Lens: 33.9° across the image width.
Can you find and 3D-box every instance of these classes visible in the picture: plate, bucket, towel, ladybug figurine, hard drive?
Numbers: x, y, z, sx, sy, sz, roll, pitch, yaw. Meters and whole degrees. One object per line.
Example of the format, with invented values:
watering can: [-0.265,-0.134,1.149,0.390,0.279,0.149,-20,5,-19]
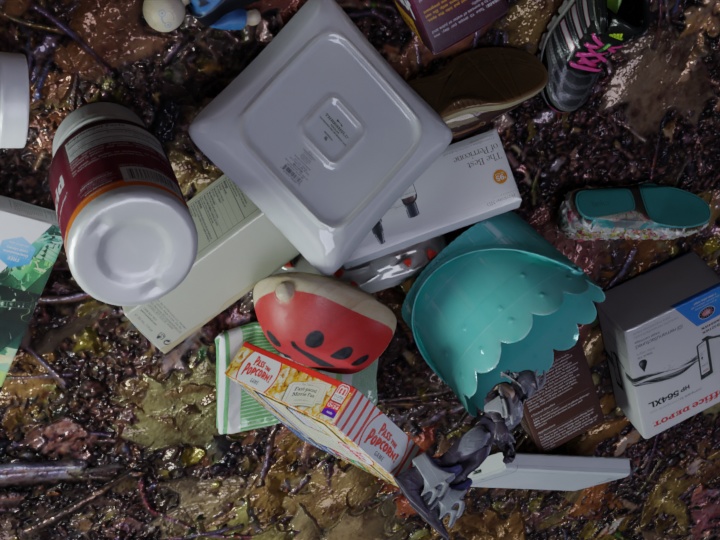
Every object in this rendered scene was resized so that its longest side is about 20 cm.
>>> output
plate: [-0.030,-0.132,1.129,0.200,0.032,0.200,46,76,-14]
bucket: [0.151,0.044,1.302,0.206,0.135,0.208,-35,157,-17]
towel: [-0.071,0.115,1.370,0.197,0.023,0.154,-8,124,-18]
ladybug figurine: [-0.038,0.057,1.196,0.134,0.073,0.200,-1,162,27]
hard drive: [0.236,0.266,1.551,0.198,0.027,0.132,7,159,-27]

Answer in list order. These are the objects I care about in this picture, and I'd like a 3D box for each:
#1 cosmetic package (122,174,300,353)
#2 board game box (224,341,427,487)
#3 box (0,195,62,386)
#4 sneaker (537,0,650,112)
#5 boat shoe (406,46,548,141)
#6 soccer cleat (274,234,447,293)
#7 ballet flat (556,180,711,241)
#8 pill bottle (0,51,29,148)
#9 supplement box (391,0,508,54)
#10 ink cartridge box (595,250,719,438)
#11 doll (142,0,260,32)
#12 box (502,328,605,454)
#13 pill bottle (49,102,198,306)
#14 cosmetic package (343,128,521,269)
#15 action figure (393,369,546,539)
cosmetic package: [-0.150,-0.021,1.196,0.199,0.104,0.073,-35,130,4]
board game box: [-0.037,0.158,1.274,0.047,0.199,0.152,-56,130,-15]
box: [-0.390,0.015,1.161,0.143,0.036,0.201,16,115,-30]
sneaker: [0.248,-0.248,1.220,0.073,0.088,0.202,8,119,-27]
boat shoe: [0.101,-0.172,1.234,0.198,0.073,0.072,-24,159,-16]
soccer cleat: [0.000,0.000,1.298,0.197,0.070,0.078,-15,169,0]
ballet flat: [0.317,-0.065,1.396,0.197,0.077,0.064,3,152,-19]
pill bottle: [-0.388,-0.149,1.005,0.197,0.113,0.113,-1,123,-23]
supplement box: [0.050,-0.316,1.077,0.085,0.111,0.201,-30,128,0]
ink cartridge box: [0.395,0.098,1.516,0.145,0.085,0.201,-25,127,-5]
doll: [-0.111,-0.279,1.074,0.198,0.049,0.137,-27,138,4]
box: [0.229,0.126,1.474,0.099,0.075,0.201,-26,130,-3]
pill bottle: [-0.221,-0.068,1.072,0.113,0.201,0.115,-10,125,-15]
cosmetic package: [0.063,-0.074,1.239,0.198,0.051,0.084,-20,84,1]
action figure: [0.128,0.178,1.233,0.200,0.069,0.130,-47,149,-10]
